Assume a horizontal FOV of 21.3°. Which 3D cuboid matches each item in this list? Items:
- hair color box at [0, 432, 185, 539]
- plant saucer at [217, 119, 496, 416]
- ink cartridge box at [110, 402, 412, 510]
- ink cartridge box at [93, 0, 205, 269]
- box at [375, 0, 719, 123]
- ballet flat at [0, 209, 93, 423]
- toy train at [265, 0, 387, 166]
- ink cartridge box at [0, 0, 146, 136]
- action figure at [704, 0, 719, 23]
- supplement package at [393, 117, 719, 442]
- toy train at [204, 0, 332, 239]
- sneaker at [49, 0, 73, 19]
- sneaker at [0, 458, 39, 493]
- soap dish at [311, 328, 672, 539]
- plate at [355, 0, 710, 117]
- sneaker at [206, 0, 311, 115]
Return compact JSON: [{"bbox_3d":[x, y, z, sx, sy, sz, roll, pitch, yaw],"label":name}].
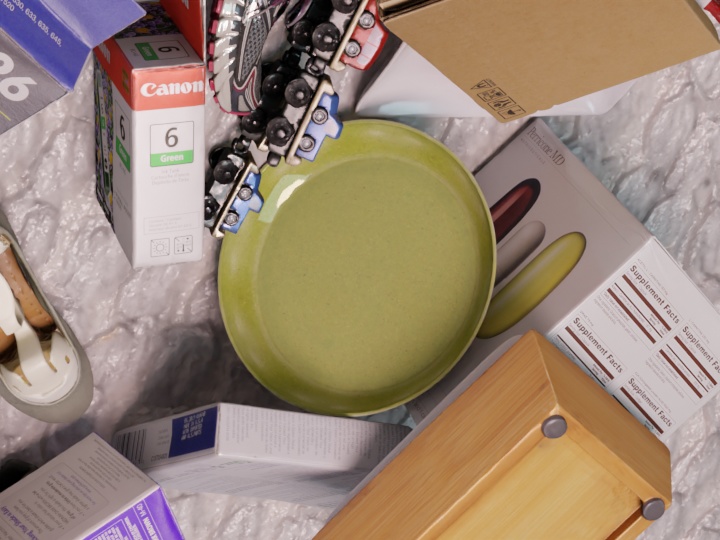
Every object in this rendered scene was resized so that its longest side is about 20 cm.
[{"bbox_3d":[-0.224,0.199,1.259,0.199,0.109,0.065,-31,119,-21],"label":"hair color box"},{"bbox_3d":[0.000,0.000,1.286,0.200,0.200,0.031,-45,157,6],"label":"plant saucer"},{"bbox_3d":[-0.048,0.131,1.327,0.198,0.199,0.041,12,74,-27],"label":"ink cartridge box"},{"bbox_3d":[-0.133,-0.115,1.196,0.050,0.109,0.202,-8,119,-18],"label":"ink cartridge box"},{"bbox_3d":[0.123,-0.154,1.200,0.162,0.021,0.200,-17,159,21],"label":"box"},{"bbox_3d":[-0.230,0.039,1.268,0.067,0.064,0.201,-27,124,-6],"label":"ballet flat"},{"bbox_3d":[-0.005,-0.153,1.221,0.045,0.034,0.201,25,103,-11],"label":"toy train"},{"bbox_3d":[-0.263,-0.155,1.115,0.199,0.047,0.198,-27,128,27],"label":"ink cartridge box"},{"bbox_3d":[0.173,-0.203,1.316,0.198,0.052,0.066,2,121,-21],"label":"action figure"},{"bbox_3d":[0.125,0.041,1.339,0.200,0.191,0.147,-42,125,4],"label":"supplement package"},{"bbox_3d":[-0.056,-0.105,1.277,0.046,0.034,0.201,25,105,-22],"label":"toy train"},{"bbox_3d":[-0.144,-0.235,1.151,0.081,0.077,0.202,5,116,-33],"label":"sneaker"},{"bbox_3d":[-0.301,0.185,1.322,0.198,0.074,0.085,-17,117,-23],"label":"sneaker"},{"bbox_3d":[0.090,0.154,1.224,0.200,0.081,0.157,-44,124,9],"label":"soap dish"},{"bbox_3d":[0.113,-0.158,1.266,0.198,0.033,0.200,-3,160,-20],"label":"plate"},{"bbox_3d":[-0.049,-0.189,1.199,0.074,0.081,0.202,15,112,-8],"label":"sneaker"}]
